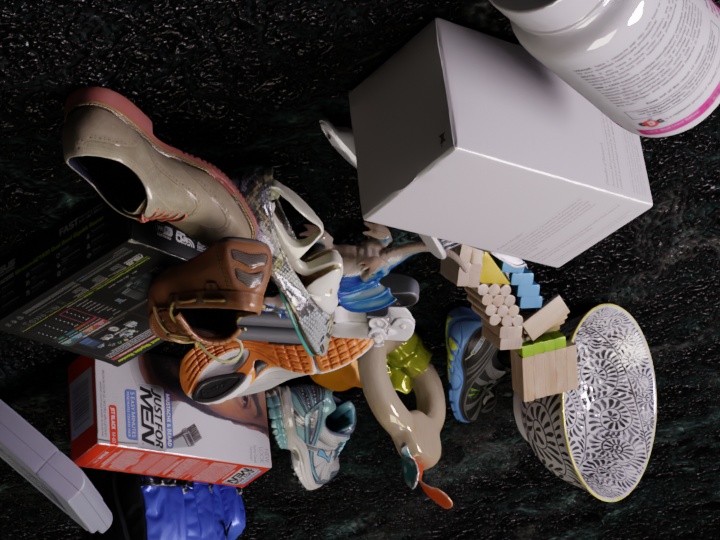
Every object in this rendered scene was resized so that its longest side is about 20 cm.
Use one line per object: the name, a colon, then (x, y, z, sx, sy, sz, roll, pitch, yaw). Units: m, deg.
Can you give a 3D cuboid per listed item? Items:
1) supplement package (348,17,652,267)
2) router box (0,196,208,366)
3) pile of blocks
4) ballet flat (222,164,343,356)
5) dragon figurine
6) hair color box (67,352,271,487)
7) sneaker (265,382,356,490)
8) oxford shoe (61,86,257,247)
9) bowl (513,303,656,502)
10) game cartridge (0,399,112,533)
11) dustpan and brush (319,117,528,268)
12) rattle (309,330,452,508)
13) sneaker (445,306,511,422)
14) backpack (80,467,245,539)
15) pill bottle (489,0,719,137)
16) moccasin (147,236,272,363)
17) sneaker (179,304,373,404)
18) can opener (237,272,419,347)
supplement package: (0.109, -0.096, 1.338, 0.200, 0.120, 0.121, 13, 148, -34)
router box: (-0.210, 0.007, 1.517, 0.200, 0.062, 0.150, -28, 145, 34)
pile of blocks: (0.142, 0.033, 1.625, 0.082, 0.062, 0.200, -35, 115, -7)
ballet flat: (-0.054, -0.010, 1.459, 0.072, 0.072, 0.201, -18, 123, 19)
dragon figurine: (0.000, 0.000, 1.557, 0.199, 0.059, 0.099, -6, 155, 7)
hair color box: (-0.193, 0.149, 1.739, 0.200, 0.111, 0.064, 13, 147, -34)
sneaker: (-0.041, 0.182, 1.879, 0.086, 0.078, 0.200, -14, 152, 6)
oxford shoe: (-0.162, -0.058, 1.347, 0.070, 0.075, 0.200, -26, 132, 35)
bowl: (0.219, 0.136, 1.760, 0.094, 0.201, 0.201, -4, 159, 37)
game cartridge: (-0.337, 0.178, 1.710, 0.042, 0.200, 0.133, -46, 157, -20)
dustpan and brush: (0.038, -0.066, 1.419, 0.057, 0.140, 0.200, -44, 119, -13)
rattle: (0.013, 0.159, 1.707, 0.143, 0.200, 0.130, -16, 156, 14)
sneaker: (0.131, 0.101, 1.770, 0.082, 0.071, 0.200, -2, 150, 3)
backpack: (-0.211, 0.266, 1.860, 0.167, 0.200, 0.163, 7, 148, -26)
pill bottle: (0.175, -0.180, 1.201, 0.113, 0.114, 0.200, -24, 149, 28)
moccasin: (-0.126, 0.033, 1.416, 0.074, 0.078, 0.201, 10, 162, -30)
sneaker: (-0.077, 0.078, 1.697, 0.200, 0.076, 0.092, -15, 173, 9)
can opener: (-0.043, 0.040, 1.630, 0.199, 0.067, 0.053, -1, 142, 5)
